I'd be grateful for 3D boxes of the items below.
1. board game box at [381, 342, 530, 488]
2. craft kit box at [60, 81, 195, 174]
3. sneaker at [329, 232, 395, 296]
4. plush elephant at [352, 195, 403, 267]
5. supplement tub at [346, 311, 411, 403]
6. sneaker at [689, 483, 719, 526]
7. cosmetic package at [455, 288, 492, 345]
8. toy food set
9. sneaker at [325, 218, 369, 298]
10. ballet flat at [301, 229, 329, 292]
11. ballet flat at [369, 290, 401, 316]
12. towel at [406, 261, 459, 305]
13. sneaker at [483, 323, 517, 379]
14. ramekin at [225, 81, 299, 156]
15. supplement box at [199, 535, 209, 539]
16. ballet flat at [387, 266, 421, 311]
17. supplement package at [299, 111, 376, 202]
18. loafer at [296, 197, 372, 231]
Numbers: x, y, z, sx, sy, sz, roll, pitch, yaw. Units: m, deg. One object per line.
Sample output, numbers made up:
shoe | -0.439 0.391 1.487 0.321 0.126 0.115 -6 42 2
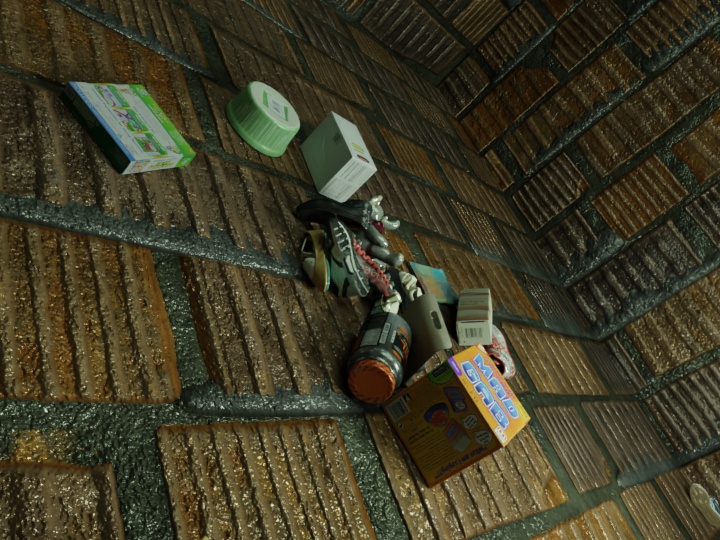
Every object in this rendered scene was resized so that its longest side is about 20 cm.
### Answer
board game box | 0.210 0.310 1.256 0.199 0.200 0.201 -6 60 -58
craft kit box | -0.466 -0.294 1.171 0.201 0.048 0.197 52 29 3
sneaker | 0.000 0.000 1.451 0.201 0.098 0.071 47 -8 0
plush elephant | 0.035 -0.109 1.555 0.199 0.165 0.156 29 75 -6
supplement tub | 0.041 0.187 1.243 0.122 0.122 0.200 44 28 -10
sneaker | 1.485 0.988 2.477 0.201 0.070 0.108 57 32 -1
cosmetic package | 0.353 0.140 1.772 0.200 0.102 0.088 -67 148 -62
toy food set | 0.139 0.165 1.342 0.060 0.201 0.145 3 53 -26
sneaker | -0.050 -0.025 1.375 0.074 0.079 0.202 -18 90 -58
ballet flat | -0.111 -0.024 1.365 0.062 0.069 0.201 8 39 -14
ballet flat | 0.072 0.088 1.473 0.074 0.074 0.201 42 29 -14
towel | 0.237 0.043 1.834 0.199 0.022 0.148 12 45 -50
sneaker | 0.416 0.245 1.800 0.107 0.067 0.203 12 48 -54
ramekin | -0.262 -0.422 1.580 0.199 0.098 0.201 36 30 -25
supplement box | -0.207 0.412 0.602 0.131 0.103 0.200 51 26 2
ballet flat | 0.136 0.057 1.612 0.073 0.073 0.201 22 38 -42
supplement package | -0.068 -0.334 1.700 0.110 0.156 0.201 18 40 -47
loafer | -0.069 -0.138 1.454 0.073 0.197 0.073 76 16 -55
